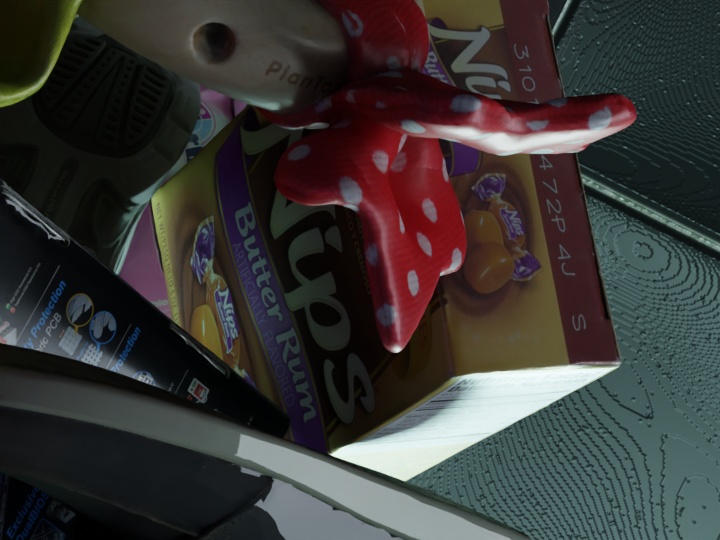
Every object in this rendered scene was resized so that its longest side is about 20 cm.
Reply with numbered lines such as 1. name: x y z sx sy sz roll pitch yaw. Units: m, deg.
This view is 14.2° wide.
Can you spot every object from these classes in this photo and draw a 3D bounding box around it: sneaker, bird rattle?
1. sneaker: -0.048 0.091 0.778 0.075 0.200 0.106 16 -96 60
2. sneaker: -0.114 0.013 0.916 0.200 0.078 0.099 -57 175 -40
3. bird rattle: -0.032 -0.079 0.723 0.163 0.200 0.113 -100 -150 -58

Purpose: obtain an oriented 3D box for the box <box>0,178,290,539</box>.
1. box: -0.124 0.082 0.795 0.046 0.159 0.200 9 -116 49

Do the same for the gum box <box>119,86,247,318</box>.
1. gum box: -0.046 0.022 1.108 0.200 0.066 0.114 75 3 -54

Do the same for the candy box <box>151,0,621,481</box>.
1. candy box: 0.000 0.000 0.868 0.200 0.056 0.117 -36 -119 60
